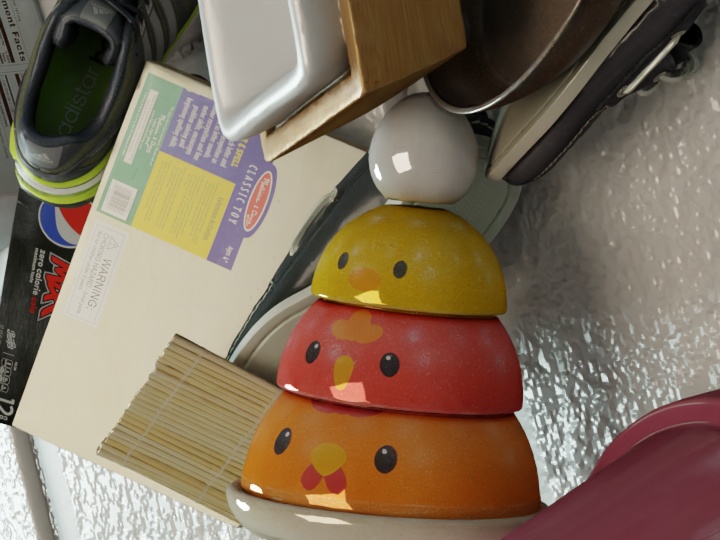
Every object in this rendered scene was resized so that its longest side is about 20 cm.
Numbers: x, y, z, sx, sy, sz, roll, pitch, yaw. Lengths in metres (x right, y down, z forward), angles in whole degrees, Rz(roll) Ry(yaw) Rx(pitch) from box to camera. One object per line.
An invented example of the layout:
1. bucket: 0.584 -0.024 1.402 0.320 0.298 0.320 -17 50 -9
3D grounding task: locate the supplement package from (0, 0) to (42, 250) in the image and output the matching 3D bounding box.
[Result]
1. supplement package: -0.298 -0.072 1.475 0.191 0.199 0.148 -29 76 47

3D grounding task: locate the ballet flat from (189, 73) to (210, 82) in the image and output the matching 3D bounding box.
1. ballet flat: -0.076 -0.008 1.337 0.073 0.073 0.201 -32 74 47

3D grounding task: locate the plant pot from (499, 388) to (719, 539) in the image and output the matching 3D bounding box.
1. plant pot: 0.130 0.158 1.055 0.199 0.178 0.202 14 110 45

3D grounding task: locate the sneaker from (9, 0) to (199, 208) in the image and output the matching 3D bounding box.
1. sneaker: -0.121 -0.131 1.304 0.081 0.073 0.201 109 180 -82

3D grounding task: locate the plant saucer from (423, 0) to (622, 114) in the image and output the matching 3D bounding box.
1. plant saucer: 0.082 -0.159 1.096 0.200 0.032 0.201 -49 32 45

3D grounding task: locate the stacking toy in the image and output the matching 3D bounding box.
1. stacking toy: 0.017 0.022 1.141 0.146 0.145 0.202 6 93 48

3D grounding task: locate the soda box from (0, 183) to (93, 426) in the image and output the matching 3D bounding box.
1. soda box: -0.156 -0.011 1.412 0.063 0.071 0.201 15 116 2

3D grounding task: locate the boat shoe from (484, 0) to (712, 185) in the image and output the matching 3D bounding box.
1. boat shoe: 0.121 -0.096 1.093 0.200 0.062 0.073 -51 20 39

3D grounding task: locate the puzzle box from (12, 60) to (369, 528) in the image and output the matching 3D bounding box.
1. puzzle box: -0.080 0.011 1.290 0.132 0.025 0.201 23 97 13

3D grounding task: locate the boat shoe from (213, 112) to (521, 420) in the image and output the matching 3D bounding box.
1. boat shoe: 0.000 0.000 1.229 0.200 0.075 0.060 -44 35 19

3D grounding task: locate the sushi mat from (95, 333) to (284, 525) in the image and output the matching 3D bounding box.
1. sushi mat: -0.022 0.104 1.243 0.199 0.012 0.096 28 128 -8

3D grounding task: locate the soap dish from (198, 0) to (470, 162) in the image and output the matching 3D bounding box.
1. soap dish: -0.021 -0.160 1.127 0.157 0.081 0.202 153 108 -71
